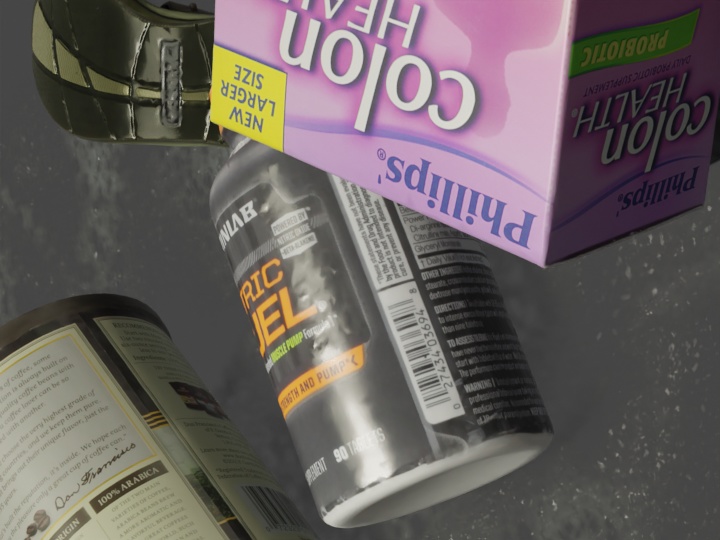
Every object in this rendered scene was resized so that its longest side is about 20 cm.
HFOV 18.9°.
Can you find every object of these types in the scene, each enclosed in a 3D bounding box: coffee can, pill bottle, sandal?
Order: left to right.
[{"bbox_3d":[-0.110,0.131,1.059,0.200,0.146,0.146,50,133,32],"label":"coffee can"},{"bbox_3d":[-0.086,-0.096,1.059,0.201,0.057,0.080,16,105,33],"label":"sandal"},{"bbox_3d":[0.000,0.000,0.926,0.106,0.106,0.200,-38,68,49],"label":"pill bottle"}]

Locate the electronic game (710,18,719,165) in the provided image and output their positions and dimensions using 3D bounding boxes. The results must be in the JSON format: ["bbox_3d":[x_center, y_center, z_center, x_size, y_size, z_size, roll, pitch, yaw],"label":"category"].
[{"bbox_3d":[0.092,-0.131,0.830,0.200,0.042,0.200,20,120,41],"label":"electronic game"}]

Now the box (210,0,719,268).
[{"bbox_3d":[0.040,-0.130,0.782,0.176,0.097,0.200,26,123,38],"label":"box"}]
